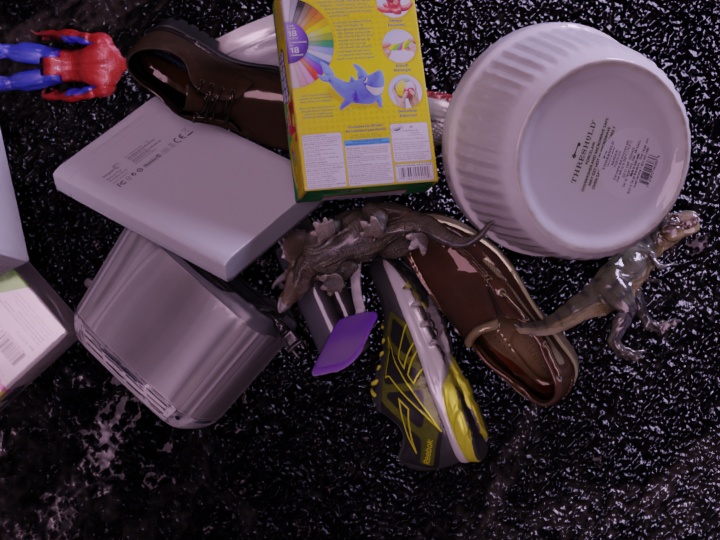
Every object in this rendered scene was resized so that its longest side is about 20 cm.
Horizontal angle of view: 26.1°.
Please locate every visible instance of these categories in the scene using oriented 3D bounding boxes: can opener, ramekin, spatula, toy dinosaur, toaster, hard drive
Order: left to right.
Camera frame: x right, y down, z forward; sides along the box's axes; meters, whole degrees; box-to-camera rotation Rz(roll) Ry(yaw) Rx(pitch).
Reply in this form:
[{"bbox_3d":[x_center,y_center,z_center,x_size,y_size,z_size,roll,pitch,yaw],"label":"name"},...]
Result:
[{"bbox_3d":[-0.151,0.049,1.350,0.200,0.114,0.129,41,99,15],"label":"toaster"},{"bbox_3d":[-0.145,-0.074,1.323,0.200,0.027,0.132,27,52,29],"label":"hard drive"},{"bbox_3d":[-0.061,-0.008,1.387,0.067,0.053,0.200,-24,89,39],"label":"can opener"},{"bbox_3d":[0.000,0.000,1.346,0.021,0.056,0.200,30,61,-35],"label":"spatula"},{"bbox_3d":[0.007,-0.029,1.288,0.200,0.102,0.077,-24,103,6],"label":"toy dinosaur"},{"bbox_3d":[0.177,-0.102,1.286,0.200,0.105,0.200,-5,103,-19],"label":"ramekin"},{"bbox_3d":[0.226,0.029,1.337,0.200,0.047,0.088,-36,91,-21],"label":"toy dinosaur"}]

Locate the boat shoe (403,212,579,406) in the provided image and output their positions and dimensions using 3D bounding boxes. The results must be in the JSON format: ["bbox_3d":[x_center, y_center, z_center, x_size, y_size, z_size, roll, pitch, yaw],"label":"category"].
[{"bbox_3d":[0.110,0.035,1.333,0.202,0.075,0.075,43,118,-2],"label":"boat shoe"}]

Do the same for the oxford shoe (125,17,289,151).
[{"bbox_3d":[-0.113,-0.142,1.323,0.200,0.084,0.073,24,123,13],"label":"oxford shoe"}]

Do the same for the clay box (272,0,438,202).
[{"bbox_3d":[-0.007,-0.161,1.285,0.115,0.048,0.200,-5,80,-12],"label":"clay box"}]

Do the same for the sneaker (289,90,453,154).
[{"bbox_3d":[0.030,-0.118,1.361,0.200,0.078,0.082,3,95,15],"label":"sneaker"}]

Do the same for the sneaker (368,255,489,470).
[{"bbox_3d":[0.040,0.085,1.359,0.085,0.074,0.200,-24,83,16],"label":"sneaker"}]

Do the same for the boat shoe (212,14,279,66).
[{"bbox_3d":[-0.035,-0.205,1.363,0.200,0.072,0.069,-21,98,4],"label":"boat shoe"}]

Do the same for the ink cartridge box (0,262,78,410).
[{"bbox_3d":[-0.362,0.079,1.400,0.200,0.067,0.117,-42,86,4],"label":"ink cartridge box"}]

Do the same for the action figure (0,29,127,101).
[{"bbox_3d":[-0.282,-0.184,1.396,0.200,0.052,0.065,1,96,12],"label":"action figure"}]

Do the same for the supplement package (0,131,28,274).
[{"bbox_3d":[-0.420,-0.070,1.320,0.200,0.147,0.191,-22,71,20],"label":"supplement package"}]
